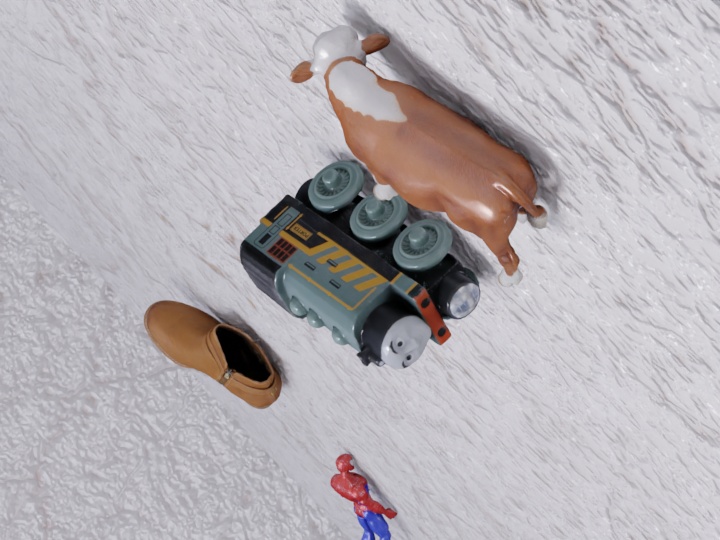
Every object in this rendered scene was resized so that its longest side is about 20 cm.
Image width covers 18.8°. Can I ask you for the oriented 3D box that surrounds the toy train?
[{"bbox_3d":[0.000,0.000,1.599,0.200,0.114,0.085,35,165,43],"label":"toy train"}]

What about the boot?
[{"bbox_3d":[-0.177,0.091,2.582,0.200,0.077,0.155,42,169,8],"label":"boot"}]

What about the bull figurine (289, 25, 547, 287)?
[{"bbox_3d":[0.039,-0.074,1.352,0.200,0.065,0.122,41,171,33],"label":"bull figurine"}]

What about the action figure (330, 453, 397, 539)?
[{"bbox_3d":[0.010,0.298,2.685,0.065,0.052,0.201,26,152,45],"label":"action figure"}]
